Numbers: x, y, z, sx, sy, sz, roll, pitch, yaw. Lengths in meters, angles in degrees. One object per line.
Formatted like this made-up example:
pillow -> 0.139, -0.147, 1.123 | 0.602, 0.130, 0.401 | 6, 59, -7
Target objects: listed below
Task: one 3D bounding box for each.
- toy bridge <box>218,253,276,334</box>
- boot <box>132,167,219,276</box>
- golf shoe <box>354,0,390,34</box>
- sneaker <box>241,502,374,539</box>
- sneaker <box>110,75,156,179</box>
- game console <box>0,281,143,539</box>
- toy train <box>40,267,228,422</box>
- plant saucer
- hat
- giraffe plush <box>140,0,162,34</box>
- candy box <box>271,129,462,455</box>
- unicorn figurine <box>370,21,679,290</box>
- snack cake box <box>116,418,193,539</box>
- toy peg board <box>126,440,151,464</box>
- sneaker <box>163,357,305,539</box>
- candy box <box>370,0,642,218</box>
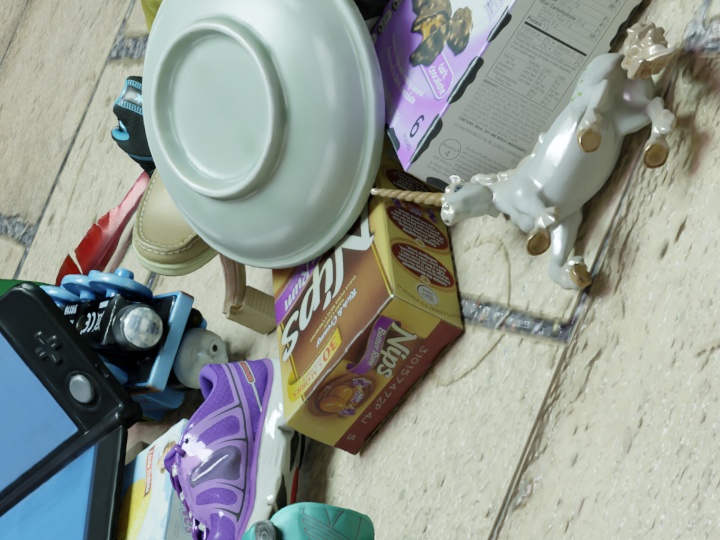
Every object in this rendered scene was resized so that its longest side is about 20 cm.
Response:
toy bridge -> -0.070, -0.053, 1.848 | 0.027, 0.067, 0.201 | -35, 37, 49
boot -> -0.097, -0.110, 1.761 | 0.201, 0.072, 0.155 | -60, -20, -26
golf shoe -> -0.008, -0.152, 1.761 | 0.200, 0.077, 0.095 | -38, -36, -69
sneaker -> -0.020, 0.190, 1.491 | 0.200, 0.083, 0.122 | 7, 83, 67
sneaker -> -0.132, -0.096, 1.950 | 0.200, 0.081, 0.074 | 107, -173, -76
game console -> -0.244, 0.137, 1.793 | 0.200, 0.176, 0.116 | -37, 3, 38
toy train -> -0.162, 0.054, 1.879 | 0.200, 0.114, 0.087 | -12, 60, 63
plant saucer -> -0.073, -0.098, 1.647 | 0.199, 0.050, 0.202 | 9, 104, 41
hat -> -0.213, 0.049, 2.119 | 0.166, 0.175, 0.201 | -108, 10, -56
giraffe plush -> -0.085, -0.201, 1.944 | 0.162, 0.200, 0.173 | 44, 106, 35
candy box -> 0.000, 0.000, 1.661 | 0.117, 0.056, 0.201 | -50, 29, 29
unicorn figurine -> 0.106, -0.055, 1.483 | 0.200, 0.074, 0.138 | -41, 22, 16
snack cake box -> -0.125, 0.209, 1.707 | 0.115, 0.067, 0.201 | -41, 33, 46
toy peg board -> -0.238, 0.231, 1.890 | 0.199, 0.097, 0.201 | -42, 33, 44
sneaker -> -0.082, 0.138, 1.642 | 0.081, 0.083, 0.201 | 85, -170, -45
candy box -> 0.089, -0.160, 1.605 | 0.201, 0.071, 0.168 | -57, 24, 18
